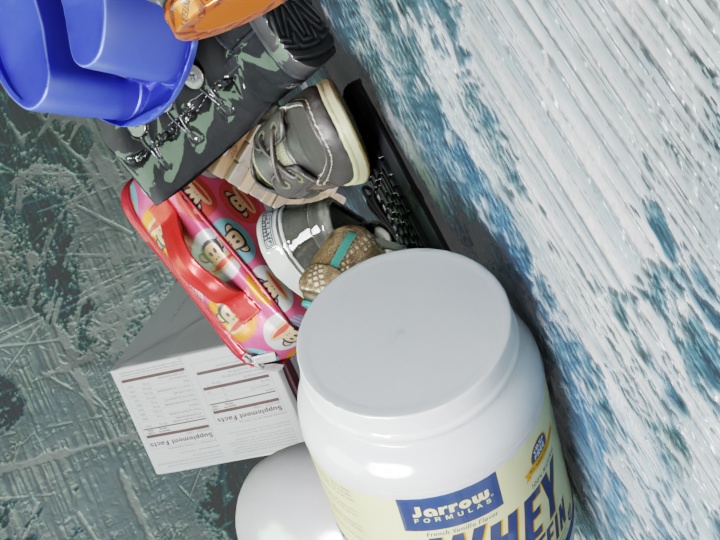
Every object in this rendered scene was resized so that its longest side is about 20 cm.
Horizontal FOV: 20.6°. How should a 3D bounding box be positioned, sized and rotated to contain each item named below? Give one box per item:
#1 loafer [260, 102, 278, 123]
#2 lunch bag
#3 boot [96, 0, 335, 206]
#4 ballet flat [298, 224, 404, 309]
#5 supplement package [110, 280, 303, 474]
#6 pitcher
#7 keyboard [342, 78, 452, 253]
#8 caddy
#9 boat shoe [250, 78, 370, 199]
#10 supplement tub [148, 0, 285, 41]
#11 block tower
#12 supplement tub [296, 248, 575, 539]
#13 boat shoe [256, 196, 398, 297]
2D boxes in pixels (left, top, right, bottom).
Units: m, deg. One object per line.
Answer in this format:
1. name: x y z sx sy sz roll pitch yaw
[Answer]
1. loafer: -0.129 -0.201 1.724 0.076 0.067 0.201 79 165 -63
2. lunch bag: -0.096 -0.021 1.613 0.200 0.082 0.176 52 -149 3
3. boot: -0.122 -0.162 1.394 0.200 0.065 0.166 -37 76 45
4. ballet flat: 0.019 0.019 1.256 0.070 0.066 0.200 20 172 19
5. supplement package: -0.101 0.072 1.761 0.112 0.155 0.200 68 -155 -22
6. pitcher: 0.021 0.201 1.486 0.199 0.122 0.171 6 161 34
7. keyboard: 0.033 -0.024 1.324 0.127 0.020 0.201 84 161 -68
8. caddy: -0.178 -0.194 1.323 0.141 0.105 0.202 -28 74 40
9. boat shoe: -0.040 -0.079 1.341 0.201 0.066 0.072 158 88 -82
10. supplement tub: -0.113 -0.252 1.225 0.123 0.122 0.201 130 116 -82
11. block tower: -0.105 -0.099 1.550 0.199 0.054 0.058 29 -178 -16
12. supplement tub: 0.044 0.100 1.154 0.201 0.144 0.145 72 170 -45
13. boat shoe: 0.000 0.000 1.425 0.200 0.063 0.071 31 -136 -60
